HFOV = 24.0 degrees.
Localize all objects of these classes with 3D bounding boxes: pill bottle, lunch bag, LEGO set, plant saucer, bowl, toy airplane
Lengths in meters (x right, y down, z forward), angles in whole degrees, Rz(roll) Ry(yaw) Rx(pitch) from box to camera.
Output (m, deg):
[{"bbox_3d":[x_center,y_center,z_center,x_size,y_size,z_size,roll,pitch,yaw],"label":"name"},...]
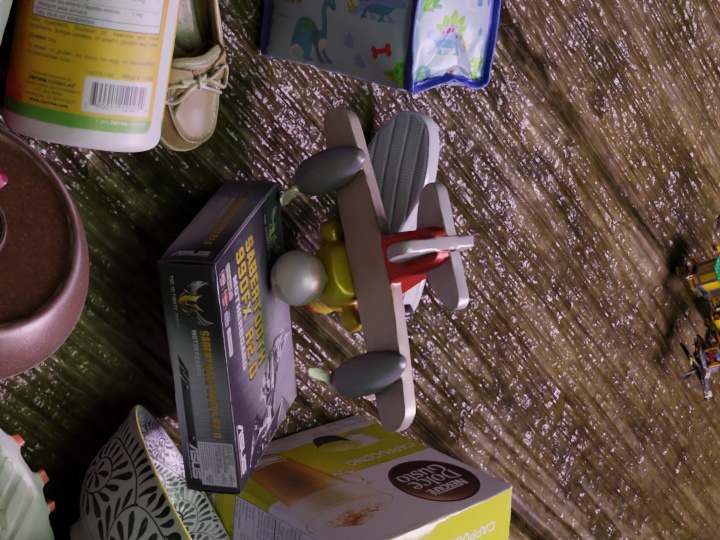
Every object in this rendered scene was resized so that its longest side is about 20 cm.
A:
[{"bbox_3d":[-0.179,-0.190,1.165,0.111,0.111,0.201,-2,107,-46],"label":"pill bottle"},{"bbox_3d":[0.018,-0.250,1.307,0.127,0.170,0.201,-10,113,-48],"label":"lunch bag"},{"bbox_3d":[0.419,0.047,1.924,0.200,0.116,0.155,-23,92,-43],"label":"LEGO set"},{"bbox_3d":[-0.262,-0.026,1.111,0.199,0.034,0.201,18,57,-30],"label":"plant saucer"},{"bbox_3d":[-0.164,0.214,1.317,0.094,0.201,0.201,-30,131,0],"label":"bowl"},{"bbox_3d":[0.000,0.000,1.345,0.140,0.200,0.200,-8,129,-21],"label":"toy airplane"}]

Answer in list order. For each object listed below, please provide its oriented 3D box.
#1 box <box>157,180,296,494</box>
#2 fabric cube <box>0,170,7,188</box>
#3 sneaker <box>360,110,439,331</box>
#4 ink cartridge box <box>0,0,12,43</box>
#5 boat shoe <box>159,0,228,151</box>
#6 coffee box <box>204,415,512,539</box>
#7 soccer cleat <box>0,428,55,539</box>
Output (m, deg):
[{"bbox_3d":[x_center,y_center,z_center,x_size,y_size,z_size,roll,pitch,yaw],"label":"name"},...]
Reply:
[{"bbox_3d":[-0.101,0.050,1.338,0.159,0.048,0.201,-58,148,-61],"label":"box"},{"bbox_3d":[-0.352,-0.099,0.929,0.196,0.200,0.200,-40,132,-10],"label":"fabric cube"},{"bbox_3d":[0.032,-0.045,1.490,0.071,0.073,0.201,-14,122,-59],"label":"sneaker"},{"bbox_3d":[-0.265,-0.250,1.097,0.109,0.050,0.201,13,95,-47],"label":"ink cartridge box"},{"bbox_3d":[-0.131,-0.181,1.255,0.073,0.063,0.202,-22,120,-40],"label":"boat shoe"},{"bbox_3d":[-0.008,0.267,1.463,0.199,0.197,0.201,-14,115,-43],"label":"coffee box"},{"bbox_3d":[-0.267,0.194,1.261,0.077,0.069,0.201,-34,131,-29],"label":"soccer cleat"}]
